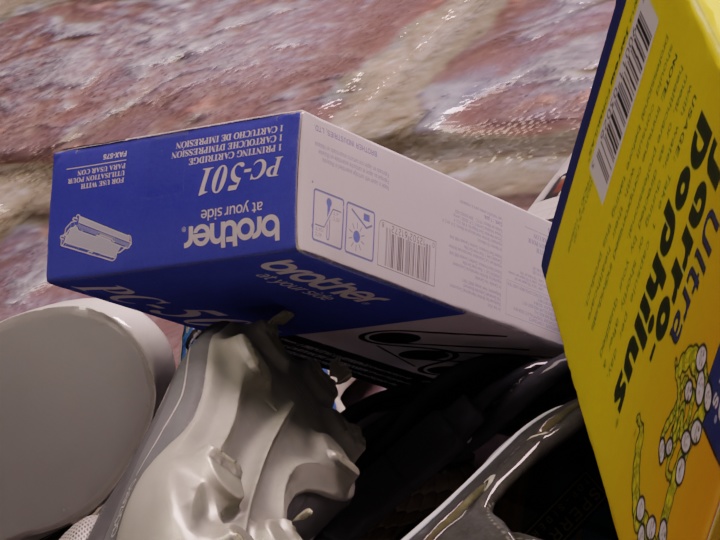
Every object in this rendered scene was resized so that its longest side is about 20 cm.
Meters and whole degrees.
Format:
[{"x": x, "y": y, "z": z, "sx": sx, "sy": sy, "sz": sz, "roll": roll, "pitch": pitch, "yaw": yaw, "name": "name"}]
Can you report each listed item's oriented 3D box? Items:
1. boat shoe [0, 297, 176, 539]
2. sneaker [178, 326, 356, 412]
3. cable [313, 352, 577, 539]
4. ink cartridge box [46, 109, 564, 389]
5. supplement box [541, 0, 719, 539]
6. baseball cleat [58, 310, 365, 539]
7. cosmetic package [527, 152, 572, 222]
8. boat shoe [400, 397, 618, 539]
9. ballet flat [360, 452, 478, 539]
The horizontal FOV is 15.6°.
[{"x": -0.123, "y": 0.067, "z": 0.910, "sx": 0.200, "sy": 0.071, "sz": 0.064, "roll": -39, "pitch": -6, "yaw": 35, "name": "boat shoe"}, {"x": -0.047, "y": 0.024, "z": 0.960, "sx": 0.078, "sy": 0.089, "sz": 0.200, "roll": -23, "pitch": 17, "yaw": 21, "name": "sneaker"}, {"x": 0.029, "y": 0.083, "z": 0.792, "sx": 0.200, "sy": 0.051, "sz": 0.163, "roll": -4, "pitch": 43, "yaw": 18, "name": "cable"}, {"x": 0.000, "y": 0.000, "z": 0.833, "sx": 0.094, "sy": 0.044, "sz": 0.200, "roll": -7, "pitch": -16, "yaw": 34, "name": "ink cartridge box"}, {"x": 0.118, "y": 0.004, "z": 0.614, "sx": 0.109, "sy": 0.110, "sz": 0.200, "roll": 11, "pitch": 25, "yaw": -8, "name": "supplement box"}, {"x": -0.057, "y": 0.072, "z": 0.738, "sx": 0.106, "sy": 0.070, "sz": 0.200, "roll": -37, "pitch": 3, "yaw": 12, "name": "baseball cleat"}, {"x": 0.114, "y": -0.021, "z": 0.991, "sx": 0.082, "sy": 0.051, "sz": 0.200, "roll": -4, "pitch": 30, "yaw": 32, "name": "cosmetic package"}, {"x": 0.033, "y": 0.084, "z": 0.640, "sx": 0.057, "sy": 0.069, "sz": 0.200, "roll": -45, "pitch": 1, "yaw": 43, "name": "boat shoe"}, {"x": -0.051, "y": 0.107, "z": 0.880, "sx": 0.200, "sy": 0.046, "sz": 0.067, "roll": -19, "pitch": -7, "yaw": -7, "name": "ballet flat"}]
